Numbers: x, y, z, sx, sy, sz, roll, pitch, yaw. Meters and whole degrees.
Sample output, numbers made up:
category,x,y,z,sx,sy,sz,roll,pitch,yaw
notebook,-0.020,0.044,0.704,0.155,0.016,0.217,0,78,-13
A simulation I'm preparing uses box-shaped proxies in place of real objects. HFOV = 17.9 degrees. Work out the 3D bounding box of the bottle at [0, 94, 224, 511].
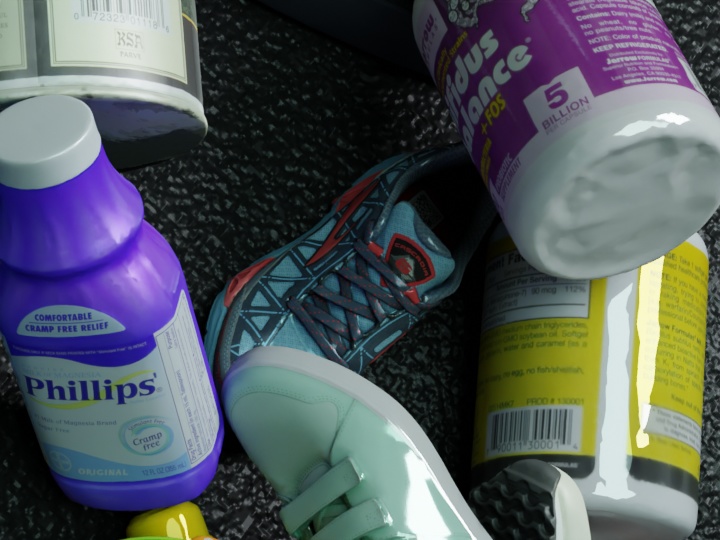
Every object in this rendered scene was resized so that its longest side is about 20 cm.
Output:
category,x,y,z,sx,sy,sz,roll,pitch,yaw
bottle,-0.116,0.017,0.993,0.083,0.200,0.065,-2,40,11

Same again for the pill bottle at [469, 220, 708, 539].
category,x,y,z,sx,sy,sz,roll,pitch,yaw
pill bottle,0.117,0.032,1.151,0.114,0.114,0.201,14,72,-24

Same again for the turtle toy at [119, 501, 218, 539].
category,x,y,z,sx,sy,sz,roll,pitch,yaw
turtle toy,-0.112,0.187,0.995,0.200,0.101,0.146,-18,86,-24

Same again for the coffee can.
category,x,y,z,sx,sy,sz,roll,pitch,yaw
coffee can,-0.149,-0.154,1.039,0.146,0.146,0.201,1,77,-27

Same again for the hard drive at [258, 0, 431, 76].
category,x,y,z,sx,sy,sz,roll,pitch,yaw
hard drive,-0.008,-0.192,1.183,0.200,0.042,0.135,24,67,-21

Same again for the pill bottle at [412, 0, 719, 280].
category,x,y,z,sx,sy,sz,roll,pitch,yaw
pill bottle,0.090,-0.103,1.092,0.112,0.112,0.200,-2,49,-28

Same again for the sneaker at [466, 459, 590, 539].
category,x,y,z,sx,sy,sz,roll,pitch,yaw
sneaker,0.094,0.171,1.097,0.093,0.070,0.200,-21,121,-40

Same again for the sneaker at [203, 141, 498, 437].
category,x,y,z,sx,sy,sz,roll,pitch,yaw
sneaker,0.000,0.000,1.107,0.079,0.095,0.200,46,61,-10

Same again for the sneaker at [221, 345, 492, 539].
category,x,y,z,sx,sy,sz,roll,pitch,yaw
sneaker,-0.009,0.126,1.002,0.200,0.074,0.118,47,41,7
